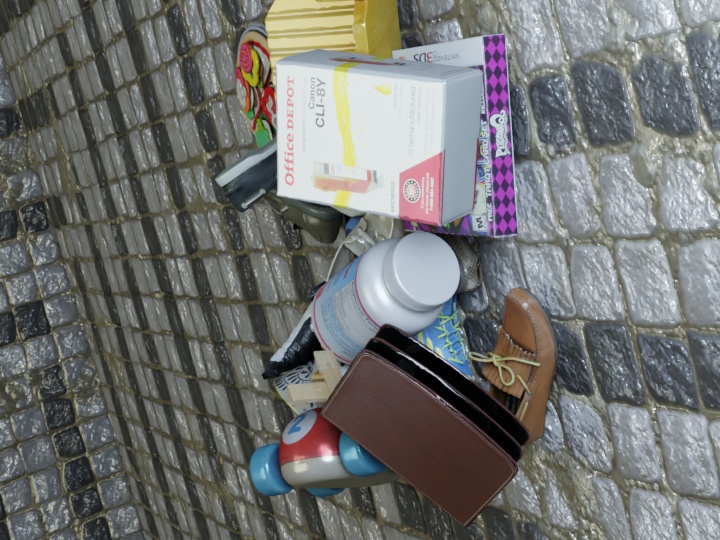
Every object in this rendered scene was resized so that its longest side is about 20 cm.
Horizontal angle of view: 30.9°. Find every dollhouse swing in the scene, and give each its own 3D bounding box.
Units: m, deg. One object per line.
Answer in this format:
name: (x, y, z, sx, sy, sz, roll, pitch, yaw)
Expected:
dollhouse swing: (-0.045, -0.219, 1.460, 0.182, 0.173, 0.203, -48, -46, -66)

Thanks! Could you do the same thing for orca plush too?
orca plush: (-0.044, 0.077, 1.708, 0.071, 0.200, 0.106, 31, 143, 20)

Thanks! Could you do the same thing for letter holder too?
letter holder: (0.080, 0.145, 1.362, 0.199, 0.101, 0.143, 37, 139, 5)

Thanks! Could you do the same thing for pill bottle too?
pill bottle: (0.029, 0.029, 1.463, 0.200, 0.108, 0.110, -37, 73, 57)

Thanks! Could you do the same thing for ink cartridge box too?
ink cartridge box: (0.014, -0.136, 1.312, 0.198, 0.083, 0.147, 12, 111, 30)

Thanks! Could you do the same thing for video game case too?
video game case: (0.097, -0.139, 1.369, 0.181, 0.035, 0.203, 9, 105, 61)

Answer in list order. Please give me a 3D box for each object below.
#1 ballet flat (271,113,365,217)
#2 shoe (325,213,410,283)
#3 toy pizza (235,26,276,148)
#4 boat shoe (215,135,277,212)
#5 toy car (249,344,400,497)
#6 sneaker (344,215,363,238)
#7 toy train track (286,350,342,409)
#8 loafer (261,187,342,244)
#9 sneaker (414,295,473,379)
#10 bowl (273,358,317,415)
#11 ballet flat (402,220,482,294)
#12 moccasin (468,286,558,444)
ballet flat: (-0.059, -0.139, 1.712, 0.201, 0.069, 0.070, 59, 153, 26)
shoe: (0.000, 0.000, 1.605, 0.070, 0.053, 0.202, 37, 111, 29)
toy pizza: (-0.138, -0.244, 1.850, 0.200, 0.031, 0.202, 45, 145, 45)
boat shoe: (-0.090, -0.148, 1.662, 0.061, 0.199, 0.076, 55, -166, -14)
toy car: (-0.026, 0.158, 1.564, 0.183, 0.176, 0.203, -19, 69, 39)
sneaker: (0.005, 0.031, 1.673, 0.074, 0.081, 0.203, 10, 115, 65)
toy train track: (0.010, 0.140, 1.465, 0.115, 0.197, 0.033, -115, 31, -41)
loafer: (-0.090, -0.089, 1.801, 0.200, 0.074, 0.071, 36, 134, 52)
sneaker: (0.086, 0.073, 1.537, 0.201, 0.075, 0.106, 60, 153, 27)
bowl: (-0.009, 0.168, 1.745, 0.095, 0.200, 0.201, -54, 42, 6)
ballet flat: (0.088, -0.056, 1.489, 0.201, 0.046, 0.068, 62, 149, 32)
moccasin: (0.161, 0.107, 1.393, 0.074, 0.077, 0.203, 49, 147, 39)
